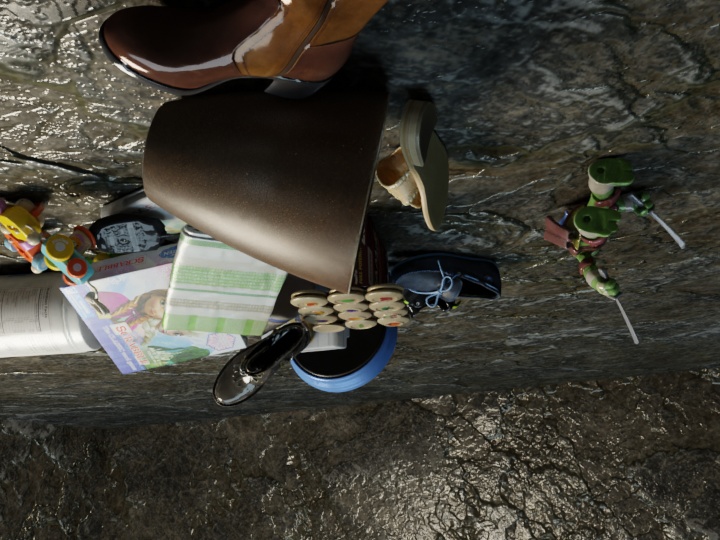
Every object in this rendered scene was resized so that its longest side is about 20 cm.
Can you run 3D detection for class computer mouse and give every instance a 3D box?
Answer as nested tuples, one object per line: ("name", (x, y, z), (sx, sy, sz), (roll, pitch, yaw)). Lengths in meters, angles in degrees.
("computer mouse", (-0.234, -0.054, 0.879), (0.199, 0.034, 0.059), (-4, 138, -11))

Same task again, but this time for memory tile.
("memory tile", (-0.009, 0.056, 0.991), (0.153, 0.017, 0.200), (-4, 163, 6))

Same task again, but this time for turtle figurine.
("turtle figurine", (0.332, -0.045, 0.891), (0.144, 0.200, 0.194), (-39, 153, 1))

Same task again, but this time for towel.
("towel", (-0.178, 0.016, 0.935), (0.149, 0.031, 0.200), (7, 138, -20))

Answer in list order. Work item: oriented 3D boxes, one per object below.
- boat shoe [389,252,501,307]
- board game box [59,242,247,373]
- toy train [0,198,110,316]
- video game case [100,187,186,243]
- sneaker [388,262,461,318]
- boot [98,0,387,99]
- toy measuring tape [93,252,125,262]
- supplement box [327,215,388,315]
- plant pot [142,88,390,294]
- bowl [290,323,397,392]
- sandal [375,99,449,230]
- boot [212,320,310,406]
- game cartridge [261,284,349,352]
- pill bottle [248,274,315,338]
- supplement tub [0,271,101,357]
("boat shoe", (0.148, 0.015, 1.146), (0.199, 0.069, 0.084), (-2, 148, -19))
("board game box", (-0.286, 0.056, 1.009), (0.199, 0.041, 0.200), (-13, 135, 4))
("toy train", (-0.380, -0.029, 0.882), (0.200, 0.056, 0.150), (28, 153, 24))
("video game case", (-0.194, -0.070, 0.909), (0.182, 0.022, 0.200), (-16, 159, 35))
("sneaker", (0.078, 0.037, 1.196), (0.199, 0.083, 0.072), (1, 162, -13))
("boot", (-0.063, -0.189, 0.479), (0.188, 0.069, 0.200), (7, 159, -29))
("toy measuring tape", (-0.295, 0.013, 1.052), (0.199, 0.074, 0.073), (18, 154, -33))
("supplement box", (0.000, 0.000, 1.023), (0.061, 0.109, 0.200), (-5, 163, 10))
("plant pot", (-0.088, -0.090, 0.652), (0.199, 0.188, 0.187), (12, 162, 0))
("bowl", (-0.036, 0.109, 1.225), (0.200, 0.201, 0.039), (-8, 146, 15))
("sandal", (0.048, -0.115, 0.761), (0.069, 0.078, 0.212), (13, 161, 17))
("boot", (-0.154, 0.135, 1.044), (0.200, 0.069, 0.174), (-41, 178, -1))
("game cartridge", (-0.097, 0.069, 1.177), (0.041, 0.134, 0.200), (4, 169, -45))
("pill bottle", (-0.164, 0.044, 1.126), (0.113, 0.114, 0.200), (7, 159, -30))
("supplement tub", (-0.515, 0.069, 1.112), (0.199, 0.132, 0.132), (-4, 163, 1))
